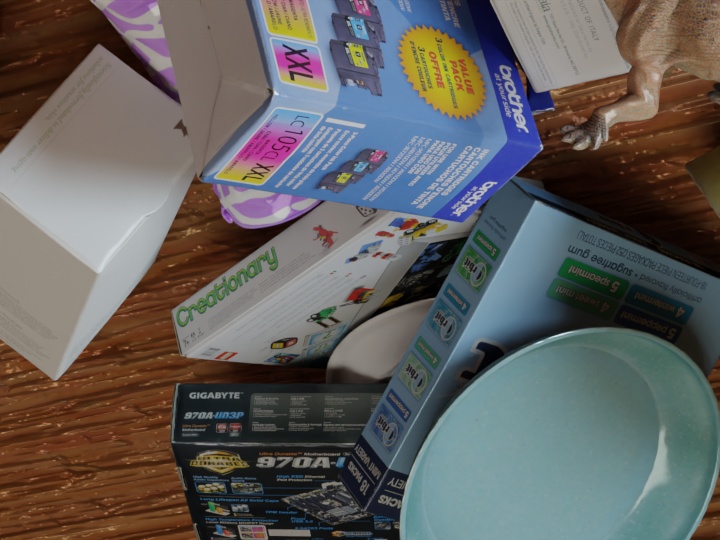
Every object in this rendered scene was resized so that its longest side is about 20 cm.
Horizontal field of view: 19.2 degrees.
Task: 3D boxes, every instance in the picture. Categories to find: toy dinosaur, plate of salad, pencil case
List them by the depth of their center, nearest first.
[{"bbox_3d":[0.170,-0.121,0.977,0.199,0.086,0.136,12,128,-5],"label":"toy dinosaur"},{"bbox_3d":[-0.083,-0.112,1.155,0.085,0.084,0.200,-25,125,12],"label":"pencil case"},{"bbox_3d":[0.078,0.063,1.309,0.199,0.048,0.200,2,145,1],"label":"plate of salad"}]

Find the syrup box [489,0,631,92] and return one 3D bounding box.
[{"bbox_3d":[0.169,-0.160,1.050,0.199,0.079,0.082,-12,130,24],"label":"syrup box"}]

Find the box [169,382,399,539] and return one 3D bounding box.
[{"bbox_3d":[-0.010,0.130,1.330,0.199,0.046,0.159,-1,145,5],"label":"box"}]

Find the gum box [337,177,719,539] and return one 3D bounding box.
[{"bbox_3d":[0.107,0.065,1.213,0.169,0.045,0.201,20,105,-31],"label":"gum box"}]

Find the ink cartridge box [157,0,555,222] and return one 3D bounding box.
[{"bbox_3d":[0.005,-0.106,1.073,0.199,0.137,0.076,9,144,-38],"label":"ink cartridge box"}]

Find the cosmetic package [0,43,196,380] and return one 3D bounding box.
[{"bbox_3d":[-0.158,-0.027,1.188,0.085,0.108,0.200,37,154,2],"label":"cosmetic package"}]

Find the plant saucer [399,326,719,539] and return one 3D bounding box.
[{"bbox_3d":[0.107,0.113,1.190,0.199,0.036,0.201,-11,120,-19],"label":"plant saucer"}]

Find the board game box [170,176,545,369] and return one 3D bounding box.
[{"bbox_3d":[0.000,0.000,1.239,0.126,0.035,0.200,8,148,-45],"label":"board game box"}]

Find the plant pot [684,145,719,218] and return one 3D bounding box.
[{"bbox_3d":[0.284,-0.014,1.108,0.142,0.200,0.200,-35,121,10],"label":"plant pot"}]
